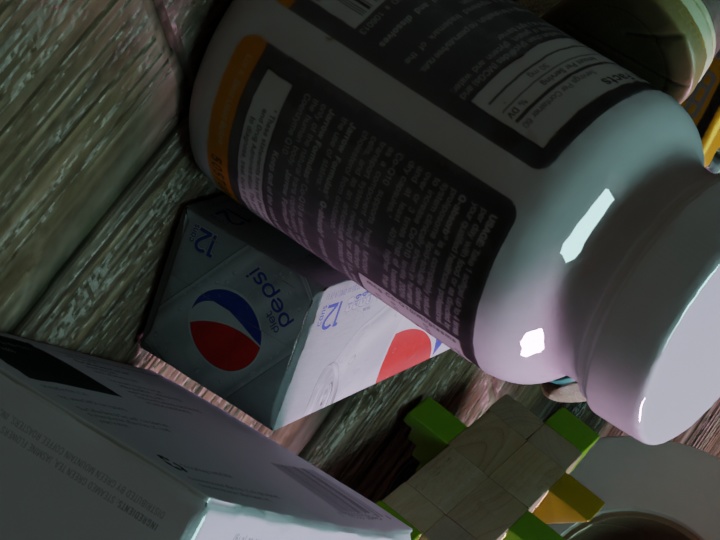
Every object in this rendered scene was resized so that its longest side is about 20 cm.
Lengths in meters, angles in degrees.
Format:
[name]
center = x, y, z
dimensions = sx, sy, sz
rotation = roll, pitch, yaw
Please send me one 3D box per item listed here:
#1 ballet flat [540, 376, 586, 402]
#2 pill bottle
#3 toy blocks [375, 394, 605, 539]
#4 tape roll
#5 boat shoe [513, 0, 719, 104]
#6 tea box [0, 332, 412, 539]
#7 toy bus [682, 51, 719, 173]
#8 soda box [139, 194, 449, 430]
[ballet flat]
center = 0.173, 0.012, 1.402
dimensions = 0.200, 0.067, 0.062
rotation = -50, 125, -24
[pill bottle]
center = 0.046, -0.031, 0.890
dimensions = 0.116, 0.200, 0.116
rotation = -42, 153, -27
[toy blocks]
center = 0.030, 0.149, 1.257
dimensions = 0.137, 0.100, 0.200
rotation = -58, 168, 29
[tape roll]
center = 0.151, 0.213, 1.437
dimensions = 0.203, 0.203, 0.139
rotation = -51, 156, -23
[boat shoe]
center = 0.083, -0.080, 0.976
dimensions = 0.066, 0.072, 0.201
rotation = -34, -174, -27
[tea box]
center = -0.108, 0.136, 0.856
dimensions = 0.197, 0.134, 0.200
rotation = -61, 159, 3
[toy bus]
center = 0.185, -0.083, 1.305
dimensions = 0.065, 0.078, 0.200
rotation = -62, 159, 6
[soda box]
center = 0.000, 0.000, 1.016
dimensions = 0.200, 0.068, 0.063
rotation = -21, 136, -59
